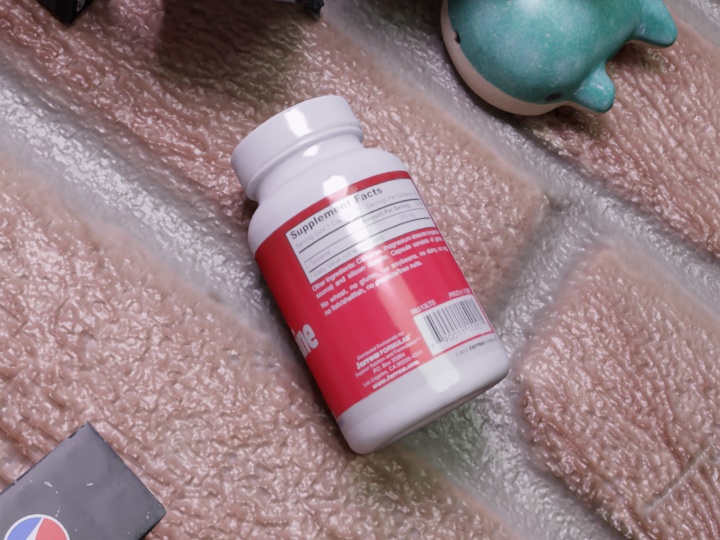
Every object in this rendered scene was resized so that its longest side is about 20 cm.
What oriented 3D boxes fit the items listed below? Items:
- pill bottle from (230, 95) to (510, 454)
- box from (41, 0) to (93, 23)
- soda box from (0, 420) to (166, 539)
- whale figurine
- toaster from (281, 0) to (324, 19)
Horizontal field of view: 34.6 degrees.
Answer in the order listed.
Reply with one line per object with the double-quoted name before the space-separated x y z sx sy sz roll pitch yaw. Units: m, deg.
"pill bottle" 0.000 0.000 0.711 0.111 0.112 0.201 -22 78 -28
"box" -0.230 -0.266 0.679 0.198 0.200 0.050 39 68 -3
"soda box" -0.196 0.171 0.588 0.071 0.063 0.200 48 60 2
"whale figurine" 0.159 -0.196 0.862 0.198 0.104 0.161 -14 74 -24
"toaster" -0.073 -0.257 0.723 0.117 0.181 0.202 4 107 -2
